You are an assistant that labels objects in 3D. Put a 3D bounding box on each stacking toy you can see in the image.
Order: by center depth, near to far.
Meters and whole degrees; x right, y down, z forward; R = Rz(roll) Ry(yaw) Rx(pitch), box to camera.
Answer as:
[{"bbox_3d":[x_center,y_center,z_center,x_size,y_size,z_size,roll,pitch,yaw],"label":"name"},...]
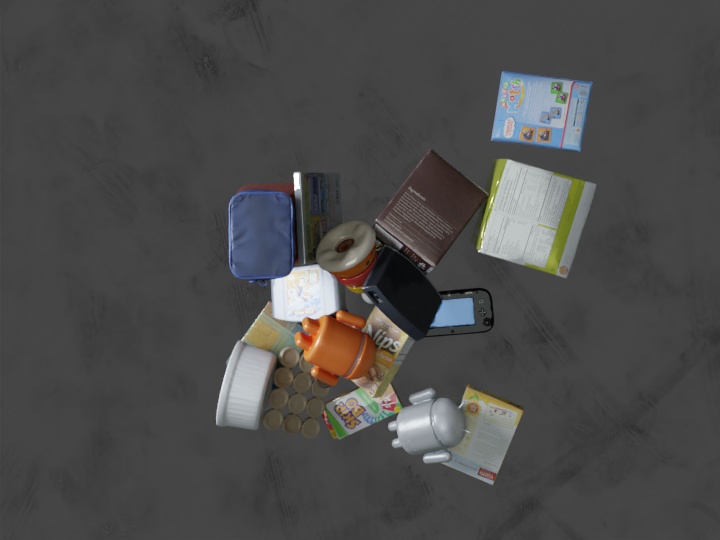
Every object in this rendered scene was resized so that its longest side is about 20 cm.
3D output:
[{"bbox_3d":[0.000,0.000,1.493,0.145,0.147,0.201,-24,131,10],"label":"stacking toy"}]

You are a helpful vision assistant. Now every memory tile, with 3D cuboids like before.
[{"bbox_3d":[-0.147,0.295,1.590,0.152,0.017,0.203,18,83,-25],"label":"memory tile"}]

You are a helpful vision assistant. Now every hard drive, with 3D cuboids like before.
[{"bbox_3d":[0.100,0.051,1.460,0.200,0.042,0.136,44,61,-28],"label":"hard drive"}]

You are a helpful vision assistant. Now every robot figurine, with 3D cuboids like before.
[{"bbox_3d":[-0.051,0.177,1.495,0.198,0.117,0.145,25,57,-13],"label":"robot figurine"},{"bbox_3d":[0.164,0.365,1.542,0.198,0.112,0.172,-22,78,30],"label":"robot figurine"}]

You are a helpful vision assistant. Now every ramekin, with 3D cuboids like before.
[{"bbox_3d":[-0.263,0.274,1.547,0.096,0.201,0.203,14,98,-1],"label":"ramekin"}]

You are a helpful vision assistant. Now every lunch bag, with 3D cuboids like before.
[{"bbox_3d":[-0.205,-0.067,1.375,0.134,0.132,0.203,1,96,-8],"label":"lunch bag"}]

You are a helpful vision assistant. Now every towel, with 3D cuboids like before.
[{"bbox_3d":[-0.224,0.196,1.641,0.146,0.022,0.201,36,99,3],"label":"towel"}]

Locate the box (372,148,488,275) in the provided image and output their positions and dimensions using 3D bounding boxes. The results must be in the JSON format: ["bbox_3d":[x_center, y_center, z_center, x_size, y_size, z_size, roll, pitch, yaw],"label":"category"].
[{"bbox_3d":[0.146,-0.122,1.455,0.164,0.166,0.201,38,83,2],"label":"box"}]

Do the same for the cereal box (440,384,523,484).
[{"bbox_3d":[0.287,0.393,1.581,0.142,0.040,0.202,22,100,6],"label":"cereal box"}]

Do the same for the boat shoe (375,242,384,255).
[{"bbox_3d":[0.053,-0.033,1.552,0.198,0.063,0.074,-5,96,9],"label":"boat shoe"}]

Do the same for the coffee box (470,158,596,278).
[{"bbox_3d":[0.363,-0.120,1.425,0.195,0.200,0.203,15,100,2],"label":"coffee box"}]

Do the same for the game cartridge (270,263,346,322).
[{"bbox_3d":[-0.127,0.055,1.562,0.198,0.041,0.135,-8,78,28],"label":"game cartridge"}]

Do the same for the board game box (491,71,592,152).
[{"bbox_3d":[0.404,-0.356,1.480,0.197,0.037,0.153,9,97,6],"label":"board game box"}]

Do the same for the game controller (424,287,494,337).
[{"bbox_3d":[0.214,0.100,1.557,0.197,0.042,0.106,-6,96,8],"label":"game controller"}]

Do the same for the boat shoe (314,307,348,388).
[{"bbox_3d":[-0.068,0.180,1.589,0.071,0.076,0.203,15,88,-10],"label":"boat shoe"}]

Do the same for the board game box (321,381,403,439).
[{"bbox_3d":[-0.001,0.338,1.623,0.198,0.030,0.096,-27,92,12],"label":"board game box"}]

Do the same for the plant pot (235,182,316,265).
[{"bbox_3d":[-0.199,-0.103,1.523,0.197,0.176,0.203,-2,96,9],"label":"plant pot"}]

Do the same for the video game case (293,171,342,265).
[{"bbox_3d":[-0.093,-0.123,1.506,0.022,0.182,0.203,1,97,27],"label":"video game case"}]

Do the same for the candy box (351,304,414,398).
[{"bbox_3d":[0.047,0.186,1.563,0.115,0.055,0.202,35,102,28],"label":"candy box"}]
